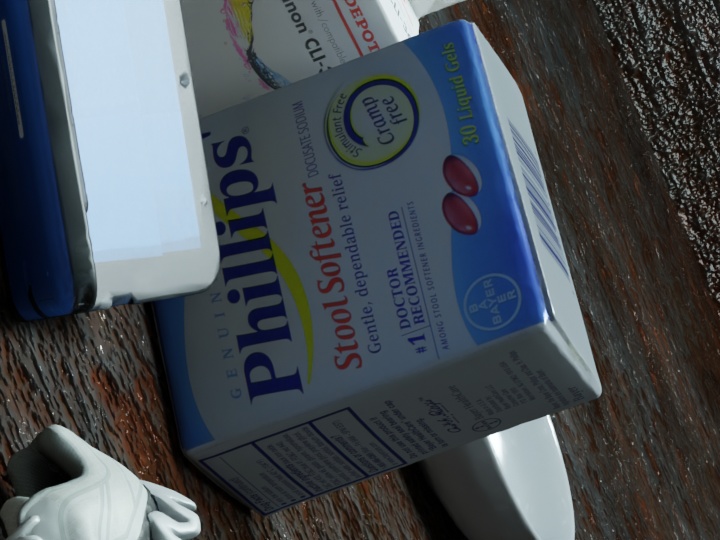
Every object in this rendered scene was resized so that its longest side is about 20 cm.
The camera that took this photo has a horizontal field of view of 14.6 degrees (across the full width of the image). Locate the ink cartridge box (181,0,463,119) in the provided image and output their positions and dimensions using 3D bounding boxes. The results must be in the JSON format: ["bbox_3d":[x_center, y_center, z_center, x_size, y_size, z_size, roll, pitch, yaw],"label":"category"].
[{"bbox_3d":[-0.045,-0.144,1.477,0.068,0.199,0.117,-85,150,-60],"label":"ink cartridge box"}]

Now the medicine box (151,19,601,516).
[{"bbox_3d":[0.000,0.000,1.441,0.103,0.199,0.183,48,25,-60],"label":"medicine box"}]

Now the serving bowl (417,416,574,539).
[{"bbox_3d":[0.073,0.104,1.842,0.200,0.065,0.201,-22,90,-76],"label":"serving bowl"}]

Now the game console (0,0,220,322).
[{"bbox_3d":[-0.108,-0.085,1.236,0.171,0.118,0.201,171,-91,-72],"label":"game console"}]

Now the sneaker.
[{"bbox_3d":[-0.117,0.137,1.105,0.081,0.075,0.200,47,20,-23],"label":"sneaker"}]
